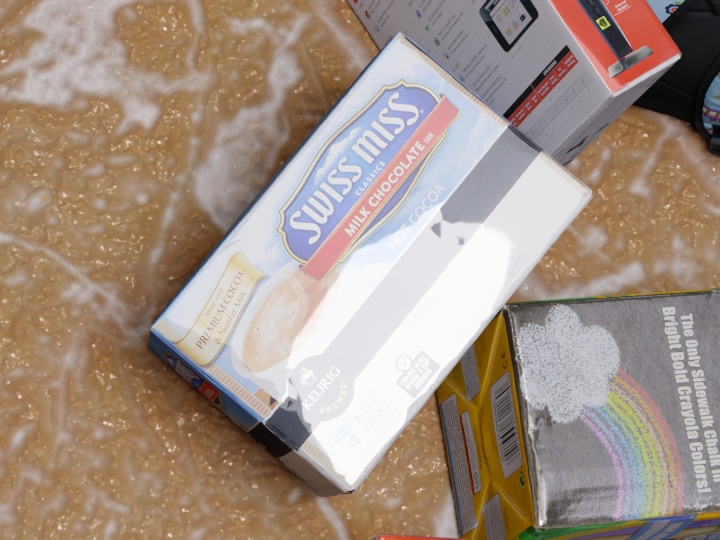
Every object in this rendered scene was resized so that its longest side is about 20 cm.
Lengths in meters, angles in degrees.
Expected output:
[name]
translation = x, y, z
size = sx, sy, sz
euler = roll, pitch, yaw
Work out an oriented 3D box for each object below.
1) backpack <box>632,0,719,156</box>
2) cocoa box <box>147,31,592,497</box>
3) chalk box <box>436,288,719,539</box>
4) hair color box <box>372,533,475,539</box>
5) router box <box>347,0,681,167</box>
[backpack]
translation = 0.186, -0.170, 1.367
size = 0.182, 0.200, 0.135
euler = 19, 69, -9
[cocoa box]
translation = 0.000, 0.000, 1.272
size = 0.131, 0.133, 0.200
euler = 40, 82, -1
[chalk box]
translation = 0.157, 0.085, 1.322
size = 0.200, 0.124, 0.125
euler = -2, 73, -18
[hair color box]
translation = 0.020, 0.241, 1.238
size = 0.064, 0.111, 0.200
euler = 5, 71, -14
[router box]
translation = 0.069, -0.142, 1.323
size = 0.049, 0.200, 0.180
euler = -31, 84, -22
